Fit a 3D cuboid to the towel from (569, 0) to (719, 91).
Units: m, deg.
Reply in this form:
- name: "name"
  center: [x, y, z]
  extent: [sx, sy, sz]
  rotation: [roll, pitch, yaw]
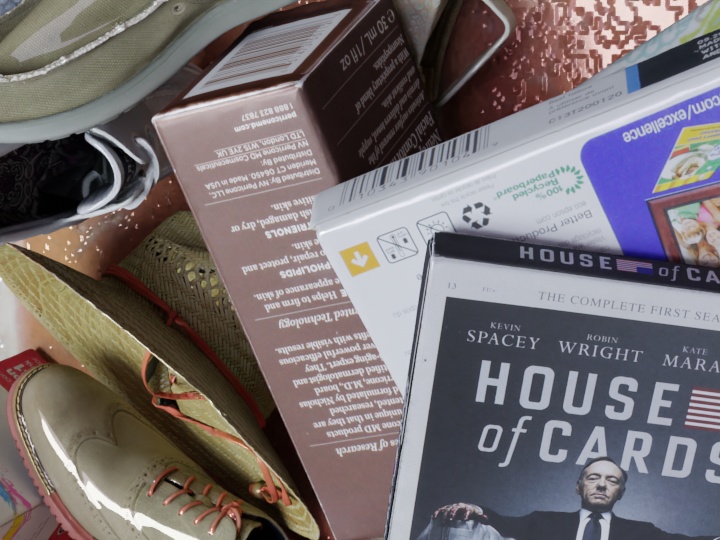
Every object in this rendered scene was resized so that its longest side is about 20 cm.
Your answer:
- name: "towel"
  center: [0.160, -0.002, 0.727]
  extent: [0.171, 0.048, 0.201]
  rotation: [-32, 85, 26]

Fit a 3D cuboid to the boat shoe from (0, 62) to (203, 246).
- name: "boat shoe"
  center: [-0.123, -0.048, 0.773]
  extent: [0.068, 0.199, 0.072]
  rotation: [26, 114, 34]

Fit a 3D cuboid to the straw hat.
- name: "straw hat"
  center: [-0.068, 0.024, 0.824]
  extent: [0.201, 0.201, 0.085]
  rotation: [37, 76, 16]

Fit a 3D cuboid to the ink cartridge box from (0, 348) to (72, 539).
- name: "ink cartridge box"
  center: [-0.220, 0.134, 0.863]
  extent: [0.086, 0.200, 0.148]
  rotation: [45, 116, 12]

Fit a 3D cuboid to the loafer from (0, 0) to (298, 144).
- name: "loafer"
  center: [-0.085, -0.122, 0.725]
  extent: [0.075, 0.199, 0.070]
  rotation: [44, 162, 49]

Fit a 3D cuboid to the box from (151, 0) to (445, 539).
- name: "box"
  center: [0.000, 0.000, 0.747]
  extent: [0.075, 0.100, 0.201]
  rotation: [-9, 115, 27]

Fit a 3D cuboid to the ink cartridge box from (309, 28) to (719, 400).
- name: "ink cartridge box"
  center: [0.112, 0.024, 0.666]
  extent: [0.197, 0.043, 0.201]
  rotation: [-21, 114, 15]

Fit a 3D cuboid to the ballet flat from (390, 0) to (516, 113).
- name: "ballet flat"
  center: [0.047, -0.133, 0.755]
  extent: [0.062, 0.067, 0.201]
  rotation: [34, 124, 7]

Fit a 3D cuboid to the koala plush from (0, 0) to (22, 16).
- name: "koala plush"
  center: [-0.159, -0.167, 0.781]
  extent: [0.183, 0.177, 0.201]
  rotation: [22, 116, 6]

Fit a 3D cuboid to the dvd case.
- name: "dvd case"
  center: [0.085, 0.086, 0.665]
  extent: [0.149, 0.025, 0.201]
  rotation: [7, 120, 0]

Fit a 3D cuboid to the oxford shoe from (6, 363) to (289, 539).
- name: "oxford shoe"
  center: [-0.078, 0.111, 0.844]
  extent: [0.200, 0.070, 0.075]
  rotation: [46, 137, -6]
